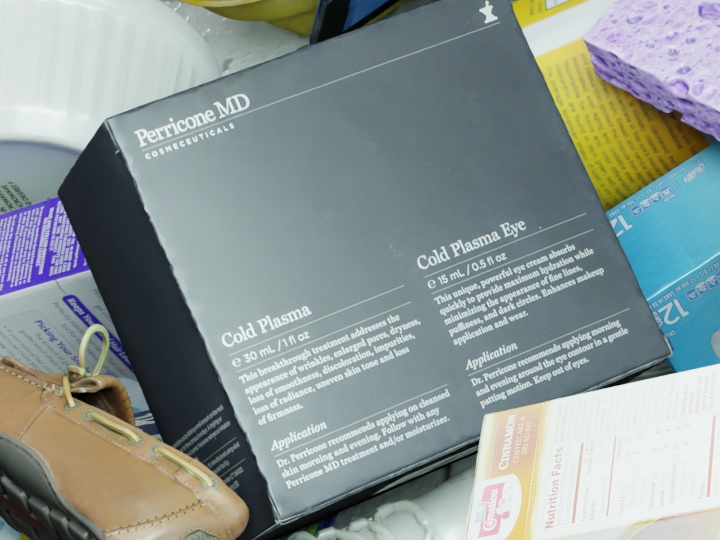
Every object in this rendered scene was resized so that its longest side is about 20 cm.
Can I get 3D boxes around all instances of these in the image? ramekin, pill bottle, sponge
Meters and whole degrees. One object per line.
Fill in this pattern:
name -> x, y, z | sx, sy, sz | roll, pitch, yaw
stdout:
ramekin -> -0.173, -0.063, 1.405 | 0.201, 0.202, 0.095 | -17, 53, 23
pill bottle -> 0.128, -0.091, 1.272 | 0.199, 0.111, 0.112 | -21, 40, 18
sponge -> 0.205, -0.090, 1.147 | 0.199, 0.030, 0.112 | 32, 69, 34

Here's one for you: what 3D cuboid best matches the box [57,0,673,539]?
box -> 0.000, 0.000, 1.153 | 0.199, 0.183, 0.104 | -20, -7, -23

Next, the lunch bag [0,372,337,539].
lunch bag -> -0.120, 0.130, 1.232 | 0.169, 0.128, 0.200 | 13, 46, 42

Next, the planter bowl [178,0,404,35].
planter bowl -> -0.015, -0.195, 1.514 | 0.199, 0.084, 0.201 | -21, 41, 19

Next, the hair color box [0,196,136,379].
hair color box -> -0.130, 0.015, 1.359 | 0.199, 0.109, 0.065 | -14, 48, 25

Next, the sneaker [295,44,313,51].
sneaker -> -0.020, -0.025, 1.311 | 0.077, 0.081, 0.201 | 121, 160, -55

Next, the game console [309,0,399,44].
game console -> 0.085, -0.176, 1.383 | 0.200, 0.119, 0.170 | -37, 45, -21

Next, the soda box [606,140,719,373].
soda box -> 0.207, -0.035, 1.192 | 0.199, 0.064, 0.068 | -33, 38, 5

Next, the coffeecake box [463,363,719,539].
coffeecake box -> 0.162, 0.108, 1.003 | 0.199, 0.154, 0.073 | -14, 42, 27

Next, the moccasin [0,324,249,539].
moccasin -> -0.121, 0.073, 1.137 | 0.078, 0.074, 0.201 | -36, 35, -22

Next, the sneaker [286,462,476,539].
sneaker -> 0.000, 0.143, 1.147 | 0.200, 0.087, 0.074 | -40, 37, -6
